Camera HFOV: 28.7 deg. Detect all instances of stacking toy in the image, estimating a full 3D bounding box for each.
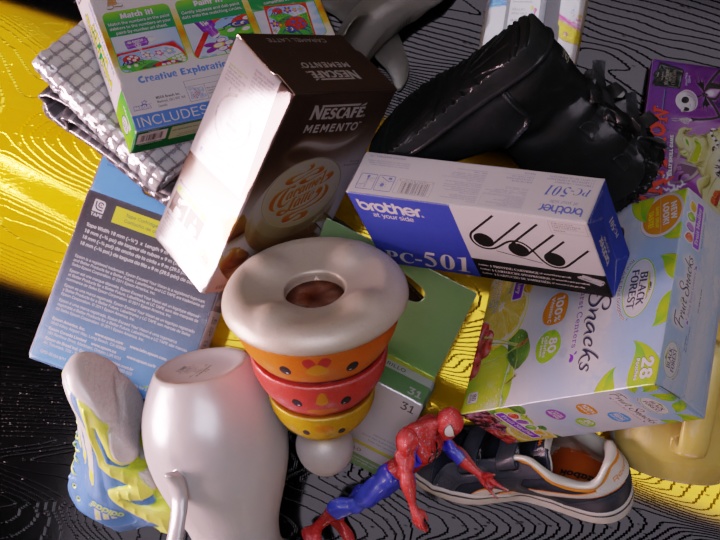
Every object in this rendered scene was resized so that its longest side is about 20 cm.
[{"bbox_3d":[-0.029,0.086,1.133,0.146,0.146,0.201,-2,124,5],"label":"stacking toy"}]

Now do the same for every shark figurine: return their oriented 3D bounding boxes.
[{"bbox_3d":[-0.003,-0.180,1.246,0.128,0.090,0.215,16,86,7],"label":"shark figurine"}]

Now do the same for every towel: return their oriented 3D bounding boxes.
[{"bbox_3d":[-0.165,-0.164,1.232,0.165,0.086,0.200,41,62,5],"label":"towel"}]

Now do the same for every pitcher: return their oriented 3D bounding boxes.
[{"bbox_3d":[-0.126,0.181,1.168,0.121,0.172,0.201,-1,109,25],"label":"pitcher"}]

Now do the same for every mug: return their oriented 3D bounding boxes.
[{"bbox_3d":[0.264,0.095,1.169,0.149,0.186,0.154,14,98,40],"label":"mug"}]

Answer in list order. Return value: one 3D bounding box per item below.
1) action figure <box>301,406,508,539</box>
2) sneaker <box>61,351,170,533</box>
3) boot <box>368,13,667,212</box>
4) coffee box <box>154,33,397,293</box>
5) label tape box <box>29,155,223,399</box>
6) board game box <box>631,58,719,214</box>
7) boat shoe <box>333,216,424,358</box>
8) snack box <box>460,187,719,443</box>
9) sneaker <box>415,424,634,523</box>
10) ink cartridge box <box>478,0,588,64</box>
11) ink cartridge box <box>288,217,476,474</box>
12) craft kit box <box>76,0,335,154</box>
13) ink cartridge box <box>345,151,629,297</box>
[{"bbox_3d":[0.041,0.194,1.181,0.099,0.065,0.200,48,126,15],"label":"action figure"},{"bbox_3d":[-0.227,0.162,1.220,0.105,0.076,0.200,-17,119,20],"label":"sneaker"},{"bbox_3d":[0.126,-0.097,1.103,0.198,0.074,0.162,-32,120,34],"label":"boot"},{"bbox_3d":[-0.071,-0.086,1.130,0.080,0.114,0.200,48,128,29],"label":"coffee box"},{"bbox_3d":[-0.192,0.008,1.262,0.144,0.063,0.201,20,88,5],"label":"label tape box"},{"bbox_3d":[0.299,-0.081,1.221,0.120,0.032,0.201,7,74,9],"label":"board game box"},{"bbox_3d":[-0.003,0.003,1.228,0.202,0.075,0.075,34,132,6],"label":"boat shoe"},{"bbox_3d":[0.185,0.040,1.108,0.068,0.200,0.169,33,59,-32],"label":"snack box"},{"bbox_3d":[0.132,0.156,1.196,0.199,0.080,0.079,6,48,20],"label":"sneaker"},{"bbox_3d":[0.149,-0.210,1.203,0.085,0.148,0.201,9,89,6],"label":"ink cartridge box"},{"bbox_3d":[-0.003,0.071,1.195,0.145,0.048,0.200,27,130,5],"label":"ink cartridge box"},{"bbox_3d":[-0.130,-0.211,1.192,0.199,0.049,0.198,-14,73,-22],"label":"craft kit box"},{"bbox_3d":[0.096,-0.036,1.069,0.199,0.094,0.044,9,58,30],"label":"ink cartridge box"}]
